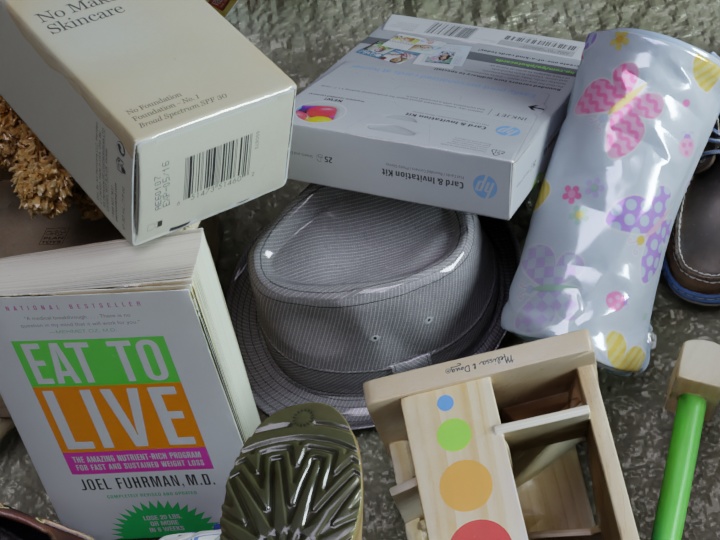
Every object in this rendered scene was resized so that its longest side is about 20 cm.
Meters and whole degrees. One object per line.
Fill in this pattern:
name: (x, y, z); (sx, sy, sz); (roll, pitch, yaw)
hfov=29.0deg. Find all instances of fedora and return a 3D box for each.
fedora: (0.000, 0.000, 0.856); (0.198, 0.091, 0.178); (-12, 59, 6)

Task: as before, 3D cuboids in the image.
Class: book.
book: (-0.130, 0.074, 0.784); (0.132, 0.201, 0.048); (-5, 40, 10)

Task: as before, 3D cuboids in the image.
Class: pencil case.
pencil case: (0.149, -0.040, 0.816); (0.090, 0.083, 0.202); (16, 89, 17)

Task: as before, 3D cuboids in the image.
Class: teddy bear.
teddy bear: (-0.151, -0.077, 0.816); (0.144, 0.067, 0.200); (-34, 51, -23)

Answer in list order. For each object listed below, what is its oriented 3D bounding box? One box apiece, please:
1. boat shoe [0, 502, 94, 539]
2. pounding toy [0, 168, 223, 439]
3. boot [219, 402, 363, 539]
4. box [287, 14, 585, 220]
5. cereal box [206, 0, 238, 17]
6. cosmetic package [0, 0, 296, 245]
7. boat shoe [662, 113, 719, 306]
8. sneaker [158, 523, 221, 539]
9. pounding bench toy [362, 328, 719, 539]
boat shoe: (-0.175, 0.187, 0.807); (0.198, 0.070, 0.071); (17, 66, 19)
pounding toy: (-0.195, 0.029, 0.871); (0.182, 0.143, 0.201); (-2, 48, 10)
boot: (-0.017, 0.186, 0.698); (0.065, 0.201, 0.177); (-1, 59, 11)
box: (0.053, -0.103, 0.869); (0.154, 0.042, 0.200); (12, 30, 20)
cereal box: (-0.054, -0.295, 1.003); (0.039, 0.144, 0.201); (27, 67, -14)
cosmetic package: (-0.134, -0.113, 0.766); (0.103, 0.074, 0.200); (-25, 54, -31)
boat shoe: (0.230, -0.077, 0.859); (0.072, 0.073, 0.201); (13, 66, 17)
sneaker: (-0.090, 0.182, 0.732); (0.087, 0.200, 0.076); (17, 96, 22)
pounding bench toy: (0.119, 0.131, 0.741); (0.198, 0.125, 0.157); (-14, 60, 4)
